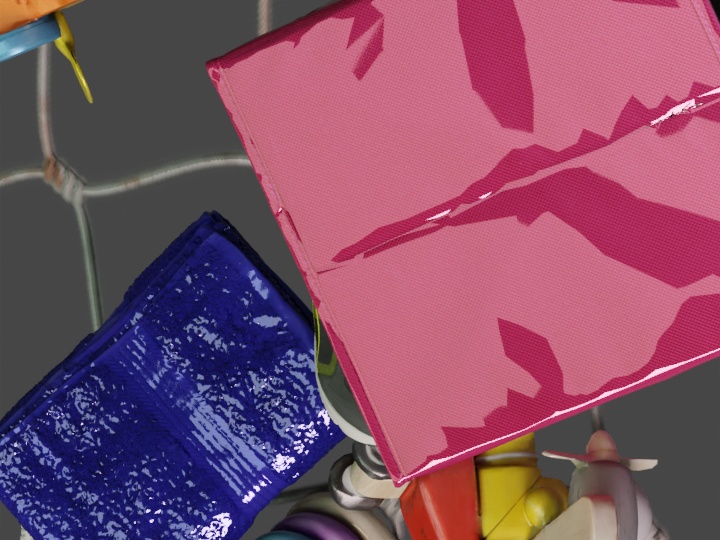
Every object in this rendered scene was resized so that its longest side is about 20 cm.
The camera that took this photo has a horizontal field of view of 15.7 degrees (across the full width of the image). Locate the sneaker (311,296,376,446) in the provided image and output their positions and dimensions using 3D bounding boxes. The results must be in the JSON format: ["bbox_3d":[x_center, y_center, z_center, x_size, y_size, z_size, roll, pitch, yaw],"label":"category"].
[{"bbox_3d":[0.000,0.000,1.260,0.200,0.074,0.085,-106,-3,-47],"label":"sneaker"}]

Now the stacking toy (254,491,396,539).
[{"bbox_3d":[-0.063,0.193,1.386,0.085,0.200,0.086,17,120,33],"label":"stacking toy"}]

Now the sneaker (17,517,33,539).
[{"bbox_3d":[-0.136,0.094,1.492,0.200,0.078,0.090,-25,75,35],"label":"sneaker"}]

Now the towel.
[{"bbox_3d":[-0.106,0.082,1.402,0.200,0.050,0.148,-45,70,6],"label":"towel"}]

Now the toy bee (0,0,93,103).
[{"bbox_3d":[-0.194,-0.156,1.421,0.200,0.109,0.131,1,103,13],"label":"toy bee"}]

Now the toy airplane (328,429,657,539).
[{"bbox_3d":[0.086,0.148,1.273,0.200,0.141,0.199,41,146,55],"label":"toy airplane"}]

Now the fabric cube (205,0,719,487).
[{"bbox_3d":[0.084,-0.051,1.113,0.199,0.196,0.200,-23,93,17],"label":"fabric cube"}]
